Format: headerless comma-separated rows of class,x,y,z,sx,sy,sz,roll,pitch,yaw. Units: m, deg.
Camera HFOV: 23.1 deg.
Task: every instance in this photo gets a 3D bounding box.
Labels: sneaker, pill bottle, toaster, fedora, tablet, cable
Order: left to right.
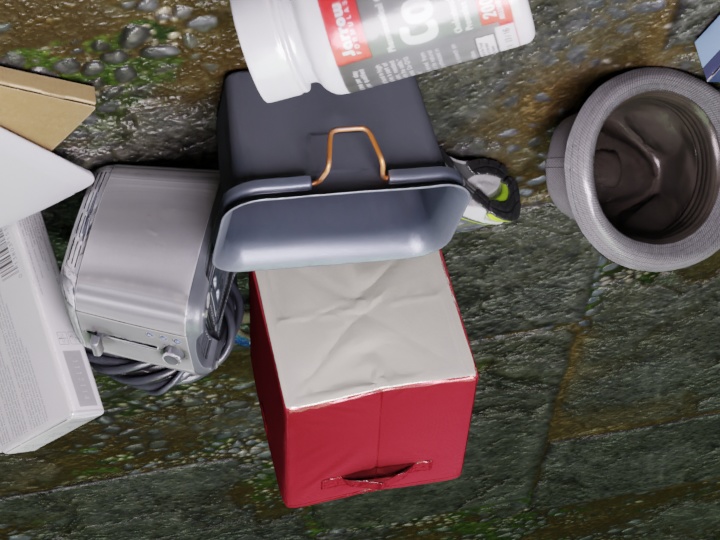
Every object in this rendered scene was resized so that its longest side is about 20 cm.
tablet,-0.321,-0.081,1.403,0.130,0.014,0.200,-22,154,24
cable,-0.186,0.030,1.553,0.163,0.200,0.051,-1,133,-8
toaster,-0.170,-0.012,1.482,0.129,0.200,0.114,7,147,7
pill bottle,0.015,-0.190,1.248,0.200,0.114,0.114,-15,155,7
sneaker,0.056,-0.067,1.587,0.081,0.074,0.200,-27,150,37
fedora,0.240,-0.089,1.554,0.200,0.177,0.090,-5,-174,-33

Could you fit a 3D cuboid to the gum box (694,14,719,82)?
gum box,0.406,-0.214,1.455,0.200,0.045,0.170,-1,154,-24

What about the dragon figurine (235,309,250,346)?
dragon figurine,-0.176,0.068,1.785,0.200,0.059,0.099,-17,155,9

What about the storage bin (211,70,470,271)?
storage bin,-0.027,-0.094,1.413,0.200,0.135,0.146,-6,155,-14

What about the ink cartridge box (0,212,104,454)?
ink cartridge box,-0.326,0.065,1.540,0.176,0.200,0.045,-27,165,30

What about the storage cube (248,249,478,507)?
storage cube,-0.004,0.080,1.561,0.171,0.200,0.180,-9,148,-8

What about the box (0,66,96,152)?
box,-0.331,-0.114,1.367,0.200,0.021,0.163,9,149,-39
